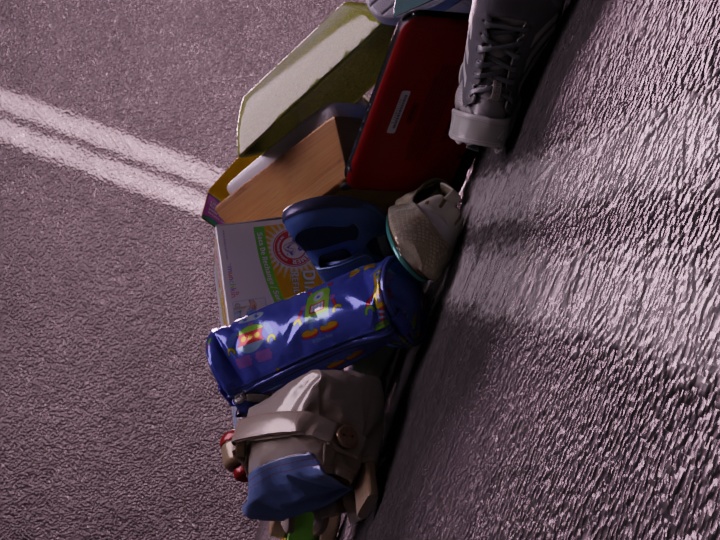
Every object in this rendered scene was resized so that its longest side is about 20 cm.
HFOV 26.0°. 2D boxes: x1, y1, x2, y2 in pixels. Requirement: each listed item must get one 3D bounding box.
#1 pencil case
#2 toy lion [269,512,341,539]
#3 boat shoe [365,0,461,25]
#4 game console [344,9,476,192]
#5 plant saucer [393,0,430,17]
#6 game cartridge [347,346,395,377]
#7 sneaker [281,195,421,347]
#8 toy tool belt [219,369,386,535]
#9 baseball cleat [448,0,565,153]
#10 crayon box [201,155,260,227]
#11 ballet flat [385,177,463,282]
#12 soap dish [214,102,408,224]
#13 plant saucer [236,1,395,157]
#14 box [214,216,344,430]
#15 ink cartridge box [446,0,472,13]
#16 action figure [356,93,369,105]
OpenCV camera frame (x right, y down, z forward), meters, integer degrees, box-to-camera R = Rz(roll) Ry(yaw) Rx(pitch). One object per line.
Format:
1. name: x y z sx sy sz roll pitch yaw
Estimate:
1. pencil case: -0.040 0.058 1.321 0.198 0.078 0.087 -23 36 22
2. toy lion: -0.070 0.300 1.556 0.200 0.068 0.194 -108 31 -85
3. boat shoe: 0.099 -0.274 1.389 0.199 0.073 0.071 -30 -19 6
4. game console: 0.076 -0.180 1.408 0.201 0.170 0.119 112 150 -43
5. plant saucer: 0.096 -0.242 1.245 0.069 0.019 0.199 -27 7 -26
6. game cartridge: 0.031 0.032 1.600 0.201 0.041 0.134 113 179 -57
7. sneaker: 0.000 0.000 1.367 0.200 0.073 0.083 39 -135 -49
8. toy tool belt: -0.052 0.169 1.304 0.200 0.124 0.124 -35 57 46
9. baseball cleat: 0.108 -0.152 1.157 0.200 0.069 0.108 91 -171 -67
10. crayon box: -0.046 -0.071 1.718 0.173 0.199 0.058 -51 -8 -33
11. ballet flat: 0.058 -0.045 1.340 0.062 0.068 0.200 -41 11 10
12. soap dish: -0.023 -0.082 1.529 0.199 0.156 0.082 -32 64 42
13. plant saucer: -0.029 -0.197 1.523 0.199 0.048 0.200 -41 -5 19
14. box: -0.077 0.062 1.464 0.113 0.100 0.202 103 159 -65
15. ink cartridge box: 0.099 -0.257 1.505 0.201 0.050 0.161 -58 -4 -8
16. action figure: 0.064 -0.161 1.641 0.119 0.102 0.200 -44 44 -2
